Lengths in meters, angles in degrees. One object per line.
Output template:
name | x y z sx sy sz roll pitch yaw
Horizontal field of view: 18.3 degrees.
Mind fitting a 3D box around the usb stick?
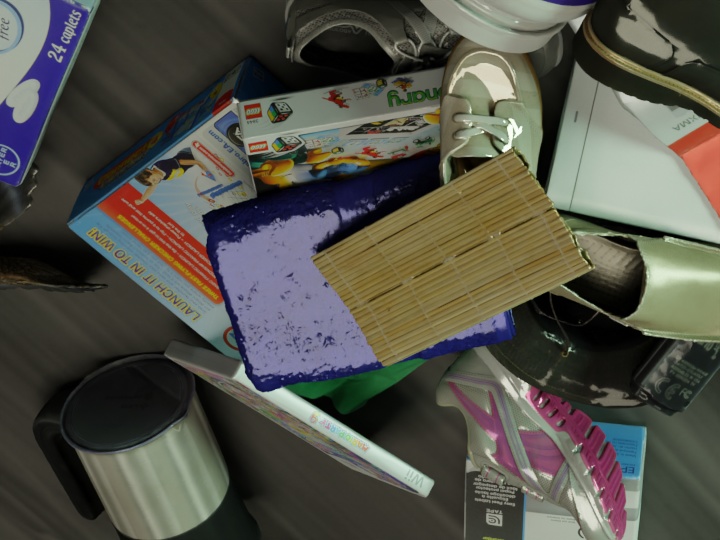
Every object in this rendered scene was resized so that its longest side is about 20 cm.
usb stick | 0.271 0.019 1.625 0.055 0.033 0.200 30 104 -29

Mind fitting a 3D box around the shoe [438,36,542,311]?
shoe | 0.087 -0.065 1.500 0.070 0.053 0.201 0 116 3

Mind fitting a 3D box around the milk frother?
milk frother | -0.202 0.206 1.855 0.180 0.200 0.188 -4 130 21

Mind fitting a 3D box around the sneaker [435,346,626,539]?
sneaker | 0.134 0.137 1.758 0.088 0.081 0.200 -37 83 21

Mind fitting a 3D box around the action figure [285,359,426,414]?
action figure | 0.031 0.049 1.742 0.200 0.055 0.118 -28 153 36

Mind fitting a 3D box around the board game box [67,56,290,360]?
board game box | -0.084 -0.037 1.710 0.196 0.056 0.200 -33 118 34

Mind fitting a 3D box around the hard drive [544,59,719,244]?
hard drive | 0.239 -0.089 1.571 0.199 0.027 0.132 12 97 1

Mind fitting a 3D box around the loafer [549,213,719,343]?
loafer | 0.204 0.011 1.571 0.199 0.068 0.076 11 101 0

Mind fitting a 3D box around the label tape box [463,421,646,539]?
label tape box | 0.160 0.213 1.872 0.143 0.066 0.200 5 130 8

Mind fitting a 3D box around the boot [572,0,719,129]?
boot | 0.251 -0.156 1.400 0.199 0.078 0.138 11 138 -16

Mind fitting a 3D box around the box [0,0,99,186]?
box | -0.296 -0.186 1.592 0.200 0.105 0.184 23 131 -8

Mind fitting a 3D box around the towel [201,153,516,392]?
towel | 0.000 0.000 1.594 0.199 0.050 0.148 -13 109 8

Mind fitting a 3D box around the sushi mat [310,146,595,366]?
sushi mat | 0.059 -0.006 1.501 0.200 0.012 0.096 -27 97 40

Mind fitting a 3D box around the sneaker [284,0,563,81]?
sneaker | 0.041 -0.152 1.564 0.199 0.082 0.075 5 132 8

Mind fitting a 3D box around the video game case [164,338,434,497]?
video game case | -0.050 0.117 1.791 0.200 0.018 0.143 33 170 -26

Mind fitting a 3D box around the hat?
hat | 0.175 0.004 1.665 0.200 0.081 0.201 -3 112 -7

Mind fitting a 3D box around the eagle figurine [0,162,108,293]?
eagle figurine | -0.318 -0.006 1.763 0.200 0.151 0.152 -30 168 -1

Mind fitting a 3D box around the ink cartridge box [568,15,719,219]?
ink cartridge box | 0.256 -0.135 1.502 0.162 0.050 0.200 -31 94 26

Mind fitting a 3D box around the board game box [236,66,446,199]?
board game box | 0.019 -0.091 1.572 0.199 0.035 0.126 -10 153 0

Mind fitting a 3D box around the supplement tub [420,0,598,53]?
supplement tub | 0.124 -0.250 1.418 0.145 0.146 0.200 27 131 -12
